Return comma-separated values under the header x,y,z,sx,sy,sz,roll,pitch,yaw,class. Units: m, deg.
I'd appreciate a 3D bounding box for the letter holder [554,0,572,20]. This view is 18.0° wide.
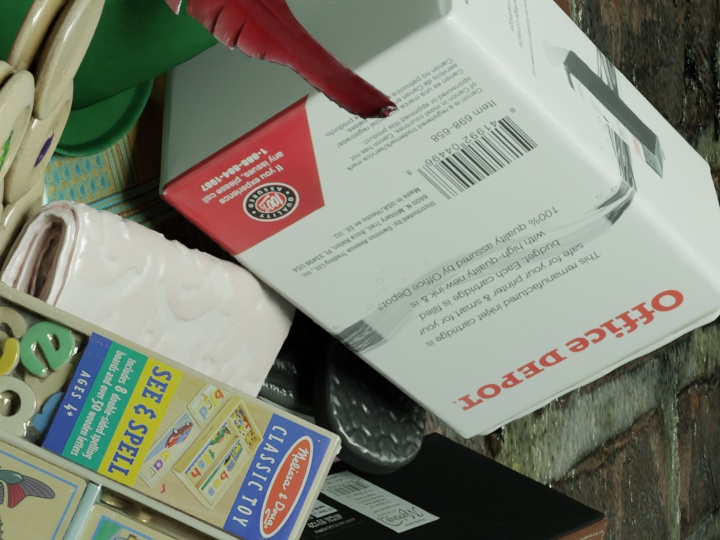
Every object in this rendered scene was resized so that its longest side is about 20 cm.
x,y,z,sx,sy,sz,roll,pitch,yaw,class
0.042,-0.106,1.190,0.200,0.100,0.143,-60,143,-56,letter holder

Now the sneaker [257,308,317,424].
x,y,z,sx,sy,sz,roll,pitch,yaw,class
-0.035,0.054,1.090,0.199,0.115,0.076,3,65,-55,sneaker

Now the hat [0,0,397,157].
x,y,z,sx,sy,sz,roll,pitch,yaw,class
-0.047,-0.132,0.829,0.165,0.175,0.202,2,78,-64,hat

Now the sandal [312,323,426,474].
x,y,z,sx,sy,sz,roll,pitch,yaw,class
0.000,0.000,1.035,0.075,0.045,0.201,23,58,-28,sandal

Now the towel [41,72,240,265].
x,y,z,sx,sy,sz,roll,pitch,yaw,class
-0.109,-0.083,0.913,0.147,0.022,0.201,-24,102,-63,towel

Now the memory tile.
x,y,z,sx,sy,sz,roll,pitch,yaw,class
-0.135,0.005,0.752,0.200,0.017,0.154,115,0,-48,memory tile

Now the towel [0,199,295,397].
x,y,z,sx,sy,sz,roll,pitch,yaw,class
-0.108,0.075,0.866,0.192,0.032,0.200,-63,159,1,towel

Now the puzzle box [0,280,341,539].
x,y,z,sx,sy,sz,roll,pitch,yaw,class
-0.105,0.119,0.739,0.025,0.132,0.201,87,27,-82,puzzle box

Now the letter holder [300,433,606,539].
x,y,z,sx,sy,sz,roll,pitch,yaw,class
0.008,0.169,1.014,0.200,0.100,0.143,-8,119,-61,letter holder

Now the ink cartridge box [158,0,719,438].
x,y,z,sx,sy,sz,roll,pitch,yaw,class
0.037,-0.036,0.921,0.200,0.144,0.084,41,33,-35,ink cartridge box

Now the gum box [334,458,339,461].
x,y,z,sx,sy,sz,roll,pitch,yaw,class
-0.015,0.199,1.190,0.114,0.066,0.201,54,40,-61,gum box
